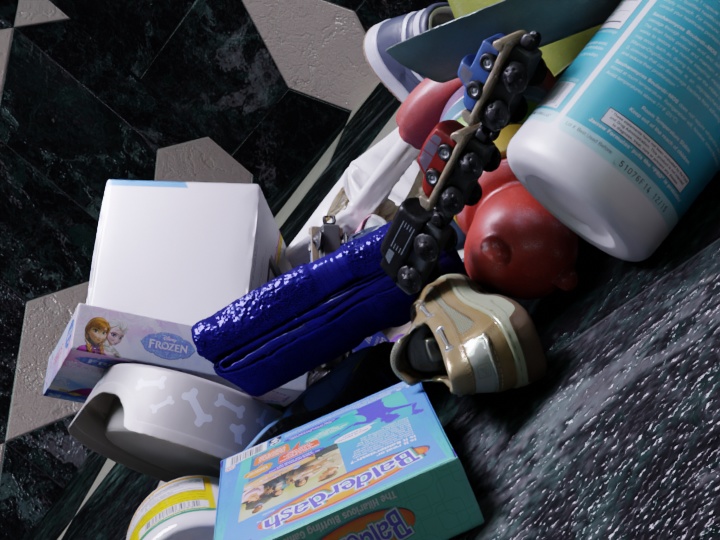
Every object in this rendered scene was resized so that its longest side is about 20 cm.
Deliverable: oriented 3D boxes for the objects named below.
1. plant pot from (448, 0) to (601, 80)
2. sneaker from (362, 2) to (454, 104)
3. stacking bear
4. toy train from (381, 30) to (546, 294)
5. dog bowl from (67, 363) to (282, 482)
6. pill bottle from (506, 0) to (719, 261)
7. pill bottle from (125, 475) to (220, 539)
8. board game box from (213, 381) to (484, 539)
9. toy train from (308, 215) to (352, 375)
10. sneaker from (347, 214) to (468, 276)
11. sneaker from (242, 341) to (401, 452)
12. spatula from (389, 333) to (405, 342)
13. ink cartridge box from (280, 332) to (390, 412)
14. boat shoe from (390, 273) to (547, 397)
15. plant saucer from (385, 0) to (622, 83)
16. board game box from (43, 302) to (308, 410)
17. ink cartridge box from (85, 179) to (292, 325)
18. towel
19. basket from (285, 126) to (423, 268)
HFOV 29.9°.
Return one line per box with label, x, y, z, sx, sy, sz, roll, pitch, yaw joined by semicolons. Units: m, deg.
plant pot;0.137;-0.255;1.094;0.187;0.201;0.187;-35;-4;-3
sneaker;0.102;-0.159;1.208;0.108;0.200;0.070;-16;39;56
stacking bear;0.104;-0.059;0.952;0.114;0.121;0.201;-49;28;32
toy train;0.060;-0.070;0.851;0.034;0.046;0.201;-29;-28;-50
dog bowl;-0.135;0.135;1.099;0.200;0.199;0.059;-31;39;65
pill bottle;0.188;-0.113;0.814;0.200;0.111;0.111;-51;9;-3
pill bottle;-0.120;0.216;1.000;0.113;0.113;0.200;-51;9;-4
board game box;-0.014;0.135;0.830;0.151;0.045;0.200;-23;9;0
toy train;-0.026;0.053;1.140;0.046;0.034;0.202;140;131;-71
sneaker;0.000;0.000;1.110;0.199;0.082;0.070;-17;-28;-21
sneaker;-0.035;0.127;1.015;0.200;0.066;0.078;-39;4;-42
spatula;0.062;0.054;1.054;0.057;0.021;0.200;-53;9;-28
ink cartridge box;-0.057;0.136;1.237;0.200;0.044;0.094;-47;8;25
boat shoe;0.053;0.046;0.889;0.076;0.072;0.200;-22;4;-10
plant saucer;0.115;-0.166;0.901;0.198;0.036;0.200;-20;7;2
board game box;-0.166;0.090;1.178;0.199;0.198;0.042;139;140;-65
ink cartridge box;-0.154;0.022;1.270;0.200;0.145;0.147;74;-160;-69
towel;-0.015;0.033;1.001;0.199;0.050;0.148;-27;-23;5
basket;0.034;-0.042;1.259;0.136;0.123;0.200;-53;10;-22
